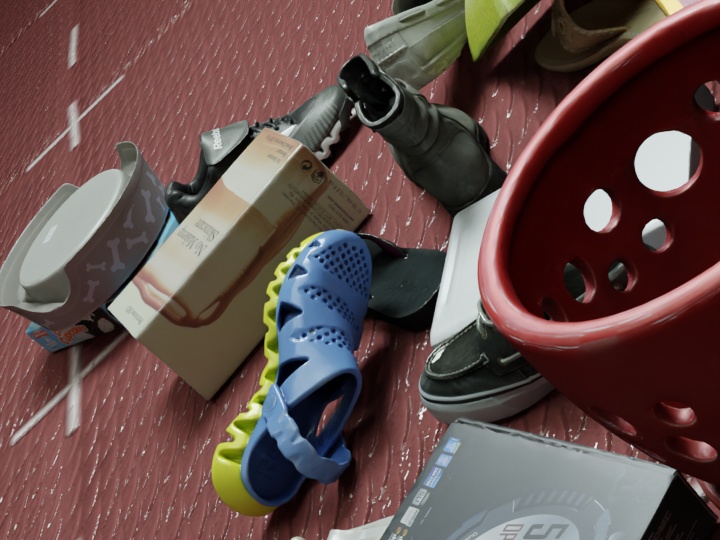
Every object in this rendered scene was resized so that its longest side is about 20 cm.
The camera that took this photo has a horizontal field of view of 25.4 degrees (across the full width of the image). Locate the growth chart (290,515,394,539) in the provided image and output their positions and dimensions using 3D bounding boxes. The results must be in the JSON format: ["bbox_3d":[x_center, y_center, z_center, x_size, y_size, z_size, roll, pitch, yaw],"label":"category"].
[{"bbox_3d":[0.002,0.189,0.910,0.199,0.018,0.145,-28,32,39],"label":"growth chart"}]

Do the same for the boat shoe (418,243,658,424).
[{"bbox_3d":[0.100,0.027,0.922,0.199,0.071,0.072,-29,30,37],"label":"boat shoe"}]

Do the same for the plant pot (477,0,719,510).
[{"bbox_3d":[0.178,0.007,0.689,0.200,0.183,0.201,-35,27,20],"label":"plant pot"}]

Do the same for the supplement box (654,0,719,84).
[{"bbox_3d":[0.268,-0.212,0.960,0.200,0.086,0.111,-39,39,15],"label":"supplement box"}]

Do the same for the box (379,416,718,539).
[{"bbox_3d":[0.060,0.176,0.777,0.160,0.044,0.201,9,59,52],"label":"box"}]

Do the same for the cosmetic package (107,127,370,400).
[{"bbox_3d":[-0.099,-0.008,1.279,0.200,0.087,0.103,-50,26,-6],"label":"cosmetic package"}]

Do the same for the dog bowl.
[{"bbox_3d":[-0.261,-0.028,1.517,0.200,0.059,0.201,-37,26,21],"label":"dog bowl"}]

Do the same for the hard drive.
[{"bbox_3d":[0.134,-0.031,1.009,0.199,0.027,0.132,-30,29,34],"label":"hard drive"}]

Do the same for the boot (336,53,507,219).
[{"bbox_3d":[0.034,-0.115,1.169,0.068,0.131,0.200,-45,24,5],"label":"boot"}]

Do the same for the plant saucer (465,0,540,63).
[{"bbox_3d":[0.149,-0.253,1.181,0.200,0.048,0.200,-45,1,-2],"label":"plant saucer"}]

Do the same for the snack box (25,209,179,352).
[{"bbox_3d":[-0.236,0.007,1.541,0.199,0.037,0.117,-19,37,47],"label":"snack box"}]

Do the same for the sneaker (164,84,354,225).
[{"bbox_3d":[-0.094,-0.102,1.407,0.200,0.090,0.067,-43,26,10],"label":"sneaker"}]

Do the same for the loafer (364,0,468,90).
[{"bbox_3d":[0.063,-0.210,1.300,0.070,0.070,0.200,-30,13,35],"label":"loafer"}]

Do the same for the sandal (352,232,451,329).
[{"bbox_3d":[0.001,-0.001,1.153,0.200,0.048,0.076,1,53,57],"label":"sandal"}]

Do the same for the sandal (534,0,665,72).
[{"bbox_3d":[0.174,-0.192,1.129,0.078,0.070,0.211,-53,25,-12],"label":"sandal"}]

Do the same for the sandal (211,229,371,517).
[{"bbox_3d":[-0.027,0.068,1.054,0.087,0.079,0.201,-5,66,50],"label":"sandal"}]
